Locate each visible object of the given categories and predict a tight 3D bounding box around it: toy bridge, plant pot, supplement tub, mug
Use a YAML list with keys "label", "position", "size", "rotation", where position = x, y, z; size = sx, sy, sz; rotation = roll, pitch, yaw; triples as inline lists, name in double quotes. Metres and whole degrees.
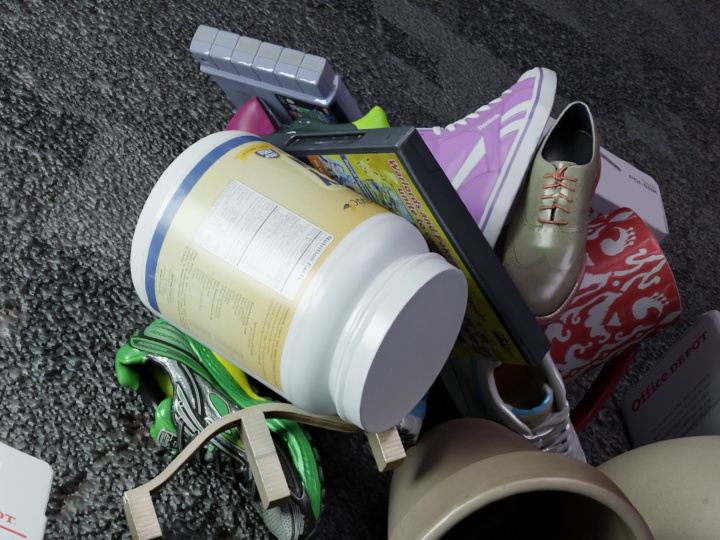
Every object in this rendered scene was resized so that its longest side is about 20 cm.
- label: "toy bridge"
  position: [-0.065, 0.126, 1.058]
  size: [0.198, 0.027, 0.068]
  rotation: [-16, 72, -17]
- label: "plant pot"
  position: [0.093, 0.197, 1.117]
  size: [0.199, 0.202, 0.175]
  rotation: [25, 13, -20]
- label: "supplement tub"
  position: [-0.041, 0.008, 1.057]
  size: [0.199, 0.146, 0.144]
  rotation: [30, 26, 24]
- label: "plant pot"
  position: [0.219, 0.223, 1.206]
  size: [0.133, 0.202, 0.201]
  rotation: [7, 38, -10]
- label: "mug"
  position: [0.162, 0.048, 1.336]
  size: [0.134, 0.198, 0.178]
  rotation: [61, -6, 36]

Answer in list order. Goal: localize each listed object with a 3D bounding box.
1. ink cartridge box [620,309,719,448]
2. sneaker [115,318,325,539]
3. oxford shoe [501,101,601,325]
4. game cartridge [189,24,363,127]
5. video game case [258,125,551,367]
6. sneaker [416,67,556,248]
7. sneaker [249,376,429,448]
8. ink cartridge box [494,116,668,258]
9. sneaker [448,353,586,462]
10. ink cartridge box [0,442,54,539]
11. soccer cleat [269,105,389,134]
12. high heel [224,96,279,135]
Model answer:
- label: "ink cartridge box"
  position: [0.332, 0.160, 1.427]
  size: [0.084, 0.146, 0.201]
  rotation: [23, 34, -26]
- label: "sneaker"
  position: [-0.101, 0.121, 1.108]
  size: [0.085, 0.078, 0.200]
  rotation: [-27, 66, -40]
- label: "oxford shoe"
  position: [0.152, -0.050, 1.260]
  size: [0.070, 0.075, 0.202]
  rotation: [7, 54, 11]
- label: "game cartridge"
  position: [-0.062, -0.149, 1.392]
  size: [0.128, 0.039, 0.200]
  rotation: [22, -10, 20]
- label: "video game case"
  position: [0.025, -0.017, 1.123]
  size: [0.026, 0.180, 0.201]
  rotation: [-47, 119, -26]
- label: "sneaker"
  position: [0.092, -0.114, 1.305]
  size: [0.113, 0.073, 0.201]
  rotation: [24, 51, 6]
- label: "sneaker"
  position: [-0.036, 0.061, 1.184]
  size: [0.198, 0.079, 0.091]
  rotation: [23, 65, 8]
- label: "ink cartridge box"
  position: [0.164, -0.020, 1.435]
  size: [0.146, 0.201, 0.083]
  rotation: [27, 32, -16]
- label: "sneaker"
  position: [0.130, 0.117, 1.223]
  size: [0.201, 0.076, 0.081]
  rotation: [61, -10, -26]
- label: "ink cartridge box"
  position: [-0.247, 0.177, 0.868]
  size: [0.115, 0.068, 0.201]
  rotation: [27, 32, -18]
- label: "soccer cleat"
  position: [-0.064, -0.089, 1.318]
  size: [0.068, 0.198, 0.082]
  rotation: [55, 32, -54]
- label: "high heel"
  position: [-0.036, -0.075, 1.392]
  size: [0.198, 0.097, 0.068]
  rotation: [21, 19, -27]
